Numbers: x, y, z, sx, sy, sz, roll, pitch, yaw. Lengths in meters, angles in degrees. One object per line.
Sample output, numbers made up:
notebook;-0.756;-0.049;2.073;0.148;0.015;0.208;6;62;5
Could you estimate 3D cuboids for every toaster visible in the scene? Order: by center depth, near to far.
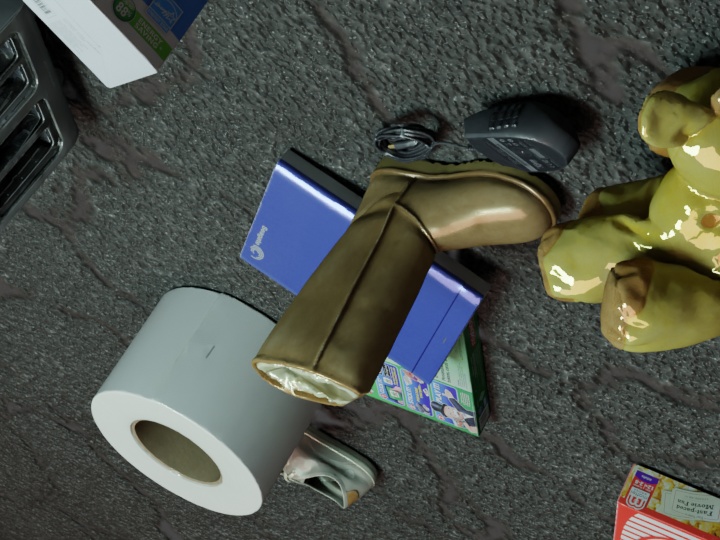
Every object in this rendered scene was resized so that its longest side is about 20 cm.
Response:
toaster;-0.340;-0.134;1.307;0.118;0.201;0.181;24;151;22

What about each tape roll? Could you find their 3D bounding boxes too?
tape roll;-0.153;0.133;1.612;0.201;0.140;0.203;23;149;15

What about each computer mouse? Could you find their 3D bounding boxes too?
computer mouse;0.080;-0.098;1.134;0.199;0.034;0.058;6;160;48

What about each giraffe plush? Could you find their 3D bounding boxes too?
giraffe plush;0.212;-0.052;0.963;0.199;0.172;0.163;22;131;38

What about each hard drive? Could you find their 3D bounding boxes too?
hard drive;0.000;0.000;1.326;0.199;0.025;0.132;34;140;6

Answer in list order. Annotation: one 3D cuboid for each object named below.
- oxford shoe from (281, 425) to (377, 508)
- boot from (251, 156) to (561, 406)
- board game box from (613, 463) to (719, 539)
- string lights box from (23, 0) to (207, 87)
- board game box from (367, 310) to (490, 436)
oxford shoe;-0.078;0.198;1.736;0.199;0.058;0.075;28;155;10
boot;0.037;0.013;1.165;0.174;0.201;0.066;6;144;39
board game box;0.330;0.265;1.447;0.199;0.046;0.152;21;150;20
string lights box;-0.119;-0.219;0.944;0.059;0.201;0.103;-6;136;50
board game box;0.045;0.068;1.432;0.134;0.029;0.201;20;150;21
